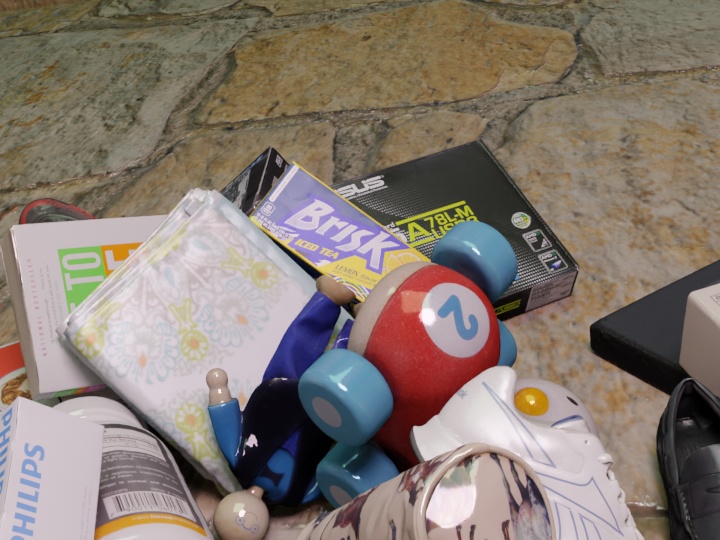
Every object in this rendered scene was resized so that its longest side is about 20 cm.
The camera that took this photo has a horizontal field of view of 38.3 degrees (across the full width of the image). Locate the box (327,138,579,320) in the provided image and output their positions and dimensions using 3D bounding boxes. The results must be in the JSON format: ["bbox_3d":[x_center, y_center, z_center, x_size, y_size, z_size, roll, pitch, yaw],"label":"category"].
[{"bbox_3d":[0.075,-0.027,0.994,0.199,0.048,0.194,-18,55,-17],"label":"box"}]

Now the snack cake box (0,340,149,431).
[{"bbox_3d":[-0.252,0.121,0.868,0.114,0.068,0.200,-20,28,-19],"label":"snack cake box"}]

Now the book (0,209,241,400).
[{"bbox_3d":[-0.178,0.025,0.848,0.199,0.135,0.048,-7,-14,-33],"label":"book"}]

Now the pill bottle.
[{"bbox_3d":[-0.166,0.170,0.687,0.116,0.117,0.200,-19,27,-18],"label":"pill bottle"}]

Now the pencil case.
[{"bbox_3d":[0.025,0.161,0.569,0.077,0.090,0.200,7,-25,-23],"label":"pencil case"}]

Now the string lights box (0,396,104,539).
[{"bbox_3d":[-0.232,0.172,0.613,0.200,0.059,0.103,-39,39,32],"label":"string lights box"}]

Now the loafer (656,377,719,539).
[{"bbox_3d":[0.226,0.143,0.656,0.068,0.071,0.201,-7,26,6],"label":"loafer"}]

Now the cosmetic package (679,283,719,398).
[{"bbox_3d":[0.317,0.085,0.700,0.103,0.074,0.200,-15,37,-12],"label":"cosmetic package"}]

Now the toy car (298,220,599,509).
[{"bbox_3d":[0.094,0.097,0.704,0.199,0.178,0.184,25,51,30],"label":"toy car"}]

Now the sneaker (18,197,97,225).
[{"bbox_3d":[-0.234,0.003,0.913,0.071,0.098,0.200,-44,78,-6],"label":"sneaker"}]

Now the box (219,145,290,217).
[{"bbox_3d":[-0.150,-0.018,1.023,0.200,0.050,0.158,-38,20,19],"label":"box"}]

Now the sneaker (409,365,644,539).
[{"bbox_3d":[0.123,0.137,0.601,0.087,0.200,0.075,-49,-7,-1],"label":"sneaker"}]

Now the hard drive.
[{"bbox_3d":[0.313,0.043,0.869,0.199,0.033,0.139,-22,29,-24],"label":"hard drive"}]

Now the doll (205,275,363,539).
[{"bbox_3d":[-0.053,0.105,0.756,0.048,0.136,0.201,-2,59,61],"label":"doll"}]

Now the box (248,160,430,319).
[{"bbox_3d":[0.000,0.000,0.872,0.199,0.064,0.070,35,69,0],"label":"box"}]

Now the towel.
[{"bbox_3d":[-0.108,0.054,0.806,0.171,0.200,0.048,-48,2,-24],"label":"towel"}]
